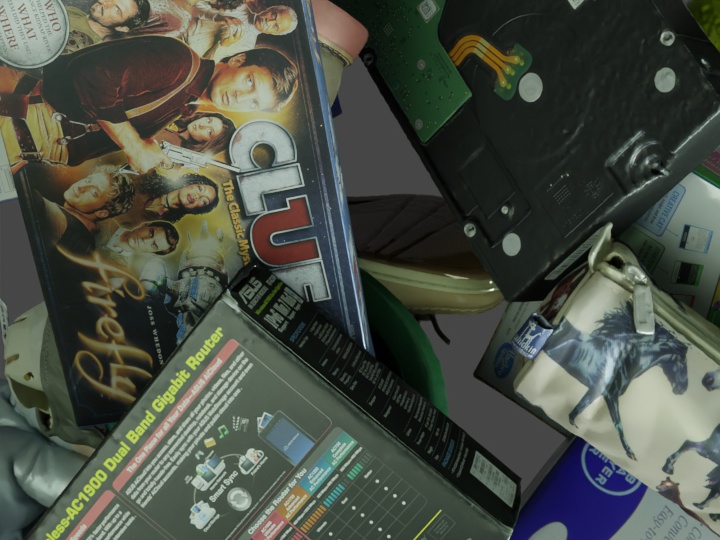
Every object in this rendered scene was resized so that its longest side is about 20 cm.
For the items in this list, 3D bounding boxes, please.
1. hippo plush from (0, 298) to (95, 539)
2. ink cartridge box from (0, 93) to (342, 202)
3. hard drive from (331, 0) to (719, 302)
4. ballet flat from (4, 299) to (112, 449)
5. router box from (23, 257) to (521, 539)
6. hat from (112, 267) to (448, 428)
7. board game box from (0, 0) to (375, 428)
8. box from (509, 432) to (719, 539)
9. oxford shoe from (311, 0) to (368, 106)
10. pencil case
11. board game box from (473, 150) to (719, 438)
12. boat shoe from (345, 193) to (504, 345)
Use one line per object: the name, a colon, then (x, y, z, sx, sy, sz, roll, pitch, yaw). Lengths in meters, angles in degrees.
hippo plush: (-0.220, 0.123, 0.930, 0.159, 0.161, 0.201, -25, 90, 34)
ink cartridge box: (-0.119, -0.076, 0.855, 0.199, 0.094, 0.044, -9, 99, 33)
hard drive: (0.072, -0.105, 0.735, 0.140, 0.038, 0.200, -45, 63, 32)
ballet flat: (-0.152, 0.050, 0.821, 0.063, 0.200, 0.068, 10, 70, -3)
router box: (-0.051, 0.119, 0.680, 0.150, 0.062, 0.200, 40, 108, -3)
hat: (-0.020, 0.079, 0.828, 0.200, 0.176, 0.166, 32, 93, 24)
board game box: (-0.075, -0.038, 0.682, 0.135, 0.035, 0.201, -9, 111, 5)
box: (0.120, 0.200, 0.708, 0.200, 0.184, 0.105, 39, 149, 8)
oxford shoe: (-0.095, -0.114, 0.699, 0.199, 0.070, 0.075, 24, 89, -17)
pencil case: (0.159, 0.068, 0.677, 0.200, 0.078, 0.090, 35, 151, 11)
board game box: (0.169, 0.039, 0.746, 0.200, 0.040, 0.153, 35, 119, 18)
boat shoe: (0.000, 0.000, 0.823, 0.199, 0.073, 0.063, 11, 120, 41)
